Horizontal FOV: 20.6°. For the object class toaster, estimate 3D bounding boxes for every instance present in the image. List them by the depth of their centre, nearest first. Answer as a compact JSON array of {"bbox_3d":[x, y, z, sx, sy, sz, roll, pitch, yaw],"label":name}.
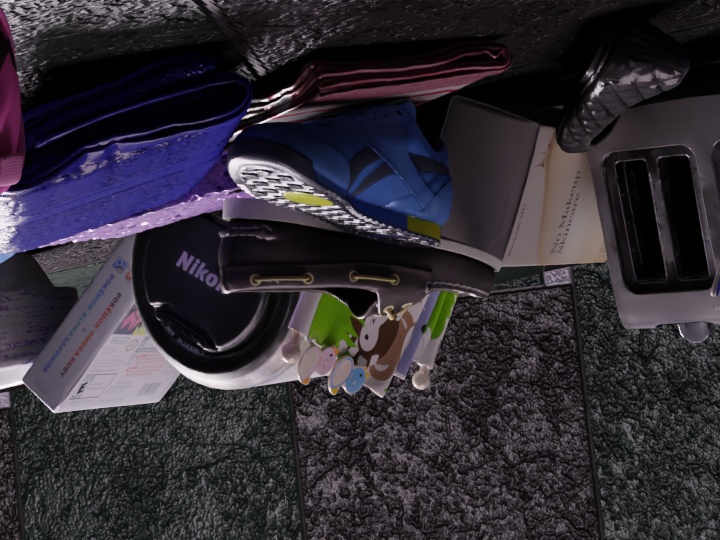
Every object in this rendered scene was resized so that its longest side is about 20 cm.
[{"bbox_3d":[0.266,-0.057,1.375,0.179,0.202,0.118,-4,-165,31],"label":"toaster"}]

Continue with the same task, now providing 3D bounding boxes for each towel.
[{"bbox_3d":[-0.144,-0.064,1.092,0.146,0.050,0.200,-19,175,-15],"label":"towel"},{"bbox_3d":[-0.020,-0.101,1.203,0.143,0.023,0.199,-11,177,-34],"label":"towel"}]

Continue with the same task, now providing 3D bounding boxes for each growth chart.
[{"bbox_3d":[0.015,0.019,1.367,0.018,0.146,0.199,16,178,32],"label":"growth chart"}]

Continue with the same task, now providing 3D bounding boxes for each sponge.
[{"bbox_3d":[-0.101,-0.053,1.265,0.198,0.030,0.111,-14,178,23],"label":"sponge"}]

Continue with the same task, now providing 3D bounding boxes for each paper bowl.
[{"bbox_3d":[-0.327,0.046,1.627,0.198,0.106,0.201,-11,175,-1],"label":"paper bowl"}]

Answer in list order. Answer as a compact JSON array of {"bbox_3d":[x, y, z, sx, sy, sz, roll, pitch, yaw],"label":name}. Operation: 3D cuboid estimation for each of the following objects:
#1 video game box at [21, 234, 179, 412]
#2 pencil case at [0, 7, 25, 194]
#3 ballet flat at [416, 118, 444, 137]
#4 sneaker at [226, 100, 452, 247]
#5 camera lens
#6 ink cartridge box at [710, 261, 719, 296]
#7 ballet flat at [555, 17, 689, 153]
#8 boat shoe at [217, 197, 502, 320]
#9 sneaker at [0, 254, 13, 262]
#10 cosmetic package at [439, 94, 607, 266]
[{"bbox_3d":[-0.164,0.027,1.593,0.183,0.047,0.200,-51,165,11],"label":"video game box"},{"bbox_3d":[-0.237,-0.051,0.825,0.198,0.095,0.091,-13,175,7],"label":"pencil case"},{"bbox_3d":[0.060,-0.084,1.431,0.063,0.068,0.199,15,-172,29],"label":"ballet flat"},{"bbox_3d":[-0.009,-0.069,1.151,0.065,0.079,0.199,6,173,34],"label":"sneaker"},{"bbox_3d":[-0.053,-0.002,1.418,0.159,0.162,0.199,-15,174,32],"label":"camera lens"},{"bbox_3d":[0.295,-0.089,1.202,0.198,0.201,0.041,-8,-146,-36],"label":"ink cartridge box"},{"bbox_3d":[0.160,-0.107,1.251,0.056,0.067,0.200,24,172,2],"label":"ballet flat"},{"bbox_3d":[0.000,0.000,1.260,0.199,0.061,0.072,11,173,-28],"label":"boat shoe"},{"bbox_3d":[-0.254,-0.033,1.234,0.105,0.076,0.200,-30,-178,-24],"label":"sneaker"},{"bbox_3d":[0.123,-0.062,1.405,0.073,0.105,0.199,20,-168,25],"label":"cosmetic package"}]
